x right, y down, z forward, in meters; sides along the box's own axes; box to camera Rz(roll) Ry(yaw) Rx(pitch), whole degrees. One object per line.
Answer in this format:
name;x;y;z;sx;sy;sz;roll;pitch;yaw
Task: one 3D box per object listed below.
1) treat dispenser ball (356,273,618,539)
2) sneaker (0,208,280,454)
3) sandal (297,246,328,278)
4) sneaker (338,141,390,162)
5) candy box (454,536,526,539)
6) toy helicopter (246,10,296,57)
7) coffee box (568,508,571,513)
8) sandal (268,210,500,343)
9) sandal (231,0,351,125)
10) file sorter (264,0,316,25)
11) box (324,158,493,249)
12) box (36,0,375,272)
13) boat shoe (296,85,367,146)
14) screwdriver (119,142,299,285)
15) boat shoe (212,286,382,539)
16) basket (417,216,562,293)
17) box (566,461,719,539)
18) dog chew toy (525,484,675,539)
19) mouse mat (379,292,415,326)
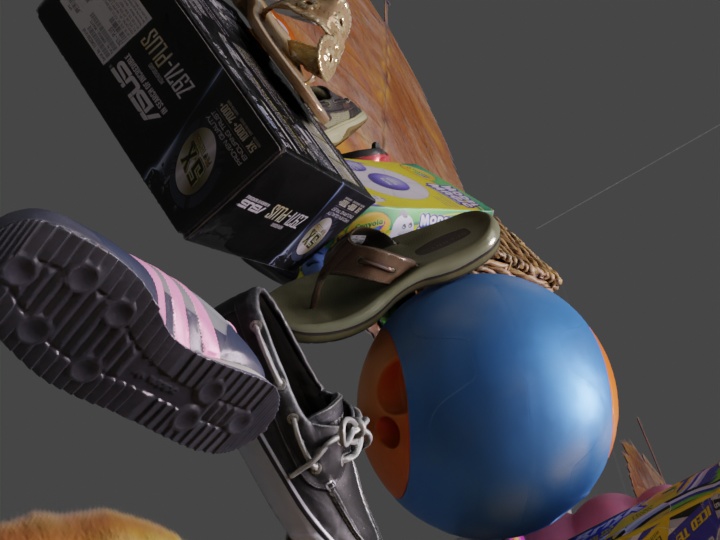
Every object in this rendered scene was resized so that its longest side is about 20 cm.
treat dispenser ball;0.096;0.104;0.815;0.201;0.200;0.201;54;16;-23
sneaker;-0.122;0.023;0.530;0.082;0.070;0.200;51;1;43
sandal;0.000;0.000;0.918;0.080;0.087;0.200;61;16;-4
sneaker;0.010;-0.069;1.120;0.200;0.070;0.099;34;46;-83
candy box;0.115;0.289;0.802;0.137;0.061;0.200;60;14;-1
toy helicopter;-0.111;-0.168;0.880;0.132;0.079;0.201;38;25;-42
coffee box;0.123;0.152;1.038;0.200;0.079;0.115;54;20;-23
sandal;0.011;-0.009;0.789;0.080;0.200;0.058;40;-29;52
sandal;-0.043;-0.187;0.797;0.078;0.069;0.212;50;5;-35
file sorter;-0.103;-0.313;0.943;0.138;0.125;0.200;19;5;9
box;0.026;-0.057;0.929;0.199;0.049;0.117;2;25;-42
box;-0.101;-0.110;0.724;0.200;0.086;0.164;54;12;17
boat shoe;-0.043;-0.162;1.109;0.066;0.071;0.201;62;18;-13
screwdriver;-0.102;-0.043;0.760;0.200;0.029;0.028;47;19;-49
boat shoe;-0.030;0.102;0.654;0.200;0.068;0.074;60;15;-3
basket;0.095;0.014;1.140;0.142;0.150;0.200;21;17;-25
box;0.205;0.204;0.744;0.070;0.199;0.064;59;14;3
dog chew toy;0.223;0.258;0.948;0.125;0.199;0.125;54;15;-22
mouse mat;0.057;0.064;1.143;0.162;0.007;0.200;60;15;-3
